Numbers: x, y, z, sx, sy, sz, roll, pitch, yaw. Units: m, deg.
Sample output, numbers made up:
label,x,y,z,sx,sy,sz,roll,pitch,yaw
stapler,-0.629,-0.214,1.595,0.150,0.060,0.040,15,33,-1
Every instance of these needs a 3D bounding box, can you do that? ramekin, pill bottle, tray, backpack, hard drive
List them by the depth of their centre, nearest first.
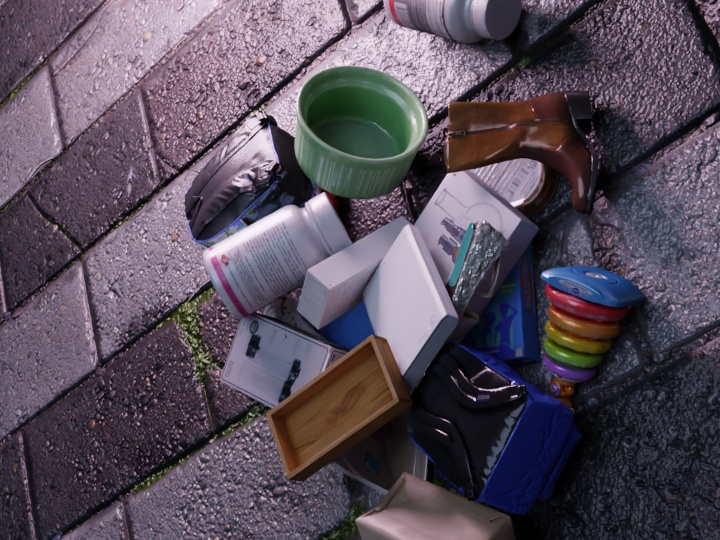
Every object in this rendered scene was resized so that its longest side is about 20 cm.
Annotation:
label,x,y,z,sx,sy,sz,roll,pitch,yaw
backpack,0.161,0.199,1.459,0.200,0.167,0.163,34,94,51
tray,-0.029,0.180,1.495,0.199,0.037,0.099,-37,57,24
hard drive,0.062,0.048,1.529,0.132,0.026,0.201,-58,29,26
pill bottle,-0.116,-0.023,1.659,0.199,0.114,0.114,-28,57,2
pill bottle,0.137,-0.399,1.707,0.199,0.110,0.112,25,94,42
ramekin,-0.005,-0.201,1.717,0.098,0.198,0.201,108,144,-50
backpack,-0.163,-0.108,1.773,0.200,0.147,0.184,-40,40,18

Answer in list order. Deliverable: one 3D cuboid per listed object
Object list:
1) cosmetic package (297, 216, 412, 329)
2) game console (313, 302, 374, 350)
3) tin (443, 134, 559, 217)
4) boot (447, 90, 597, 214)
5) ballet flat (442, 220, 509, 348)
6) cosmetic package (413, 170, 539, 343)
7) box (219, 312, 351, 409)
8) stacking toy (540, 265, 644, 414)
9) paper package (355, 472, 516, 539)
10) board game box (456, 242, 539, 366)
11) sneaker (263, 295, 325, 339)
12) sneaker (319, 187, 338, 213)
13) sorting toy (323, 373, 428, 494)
label,x,y,z,sx,sy,sz,roll,pitch,yaw
cosmetic package,0.000,0.000,1.641,0.051,0.199,0.083,41,137,21
game console,-0.045,0.123,1.716,0.116,0.176,0.200,44,110,8
tin,0.196,-0.155,1.637,0.112,0.042,0.200,-55,50,9
boot,0.213,-0.153,1.538,0.198,0.069,0.190,-5,71,7
ballet flat,0.136,0.034,1.498,0.072,0.071,0.201,36,107,41
cosmetic package,0.131,-0.022,1.585,0.201,0.051,0.151,-57,47,13
box,-0.104,0.140,1.650,0.199,0.060,0.118,18,89,45
stacking toy,0.272,0.100,1.472,0.115,0.109,0.202,23,108,33
paper package,0.109,0.383,1.448,0.190,0.201,0.103,15,42,42
board game box,0.168,0.037,1.600,0.151,0.045,0.202,-16,67,37
sneaker,-0.110,0.097,1.750,0.073,0.084,0.200,-50,28,11
sneaker,-0.057,-0.089,1.809,0.200,0.078,0.116,41,106,39
sorting toy,0.017,0.213,1.589,0.106,0.179,0.202,-3,76,39
